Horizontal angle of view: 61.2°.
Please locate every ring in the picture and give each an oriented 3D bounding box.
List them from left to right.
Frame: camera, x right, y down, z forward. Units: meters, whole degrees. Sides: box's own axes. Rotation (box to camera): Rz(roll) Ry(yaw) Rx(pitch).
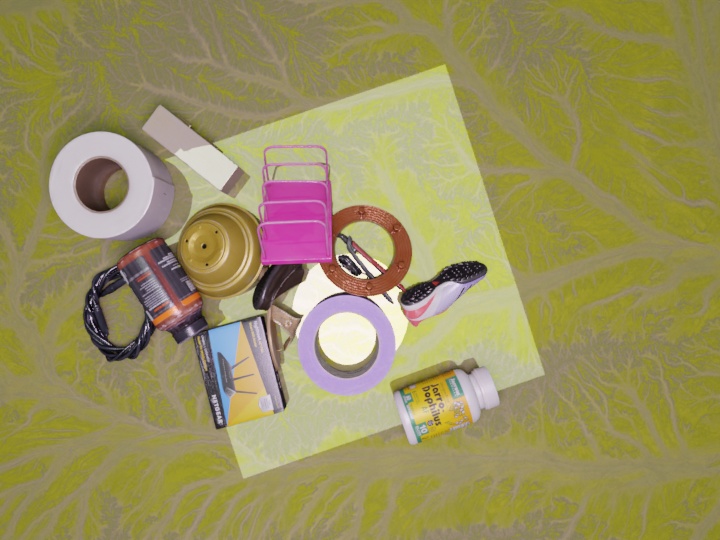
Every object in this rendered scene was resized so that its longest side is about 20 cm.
[{"bbox_3d":[0.010,-0.045,1.248,0.198,0.019,0.203,2,71,-5],"label":"ring"}]

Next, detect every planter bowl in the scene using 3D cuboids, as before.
[{"bbox_3d":[-0.299,-0.044,1.224,0.198,0.083,0.203,-1,85,12],"label":"planter bowl"}]

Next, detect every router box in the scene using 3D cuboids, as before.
[{"bbox_3d":[-0.250,0.209,1.264,0.148,0.051,0.202,-15,89,-1],"label":"router box"}]

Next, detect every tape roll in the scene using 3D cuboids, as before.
[{"bbox_3d":[-0.490,-0.162,1.214,0.200,0.139,0.205,0,90,-2],"label":"tape roll"},{"bbox_3d":[-0.028,0.149,1.252,0.198,0.085,0.203,0,91,-2],"label":"tape roll"}]

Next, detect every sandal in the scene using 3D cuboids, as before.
[{"bbox_3d":[-0.158,0.094,1.254,0.069,0.078,0.214,-11,85,0],"label":"sandal"}]

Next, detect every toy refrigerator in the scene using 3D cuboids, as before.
[{"bbox_3d":[-0.338,-0.248,1.247,0.199,0.076,0.070,38,90,0],"label":"toy refrigerator"}]

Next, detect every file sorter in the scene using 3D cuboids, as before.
[{"bbox_3d":[-0.127,-0.131,1.182,0.137,0.126,0.202,-2,56,-1],"label":"file sorter"}]

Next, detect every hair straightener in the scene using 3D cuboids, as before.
[{"bbox_3d":[0.000,0.000,1.271,0.200,0.041,0.077,44,90,-1],"label":"hair straightener"}]

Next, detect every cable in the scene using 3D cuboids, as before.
[{"bbox_3d":[-0.498,0.091,1.261,0.162,0.051,0.202,23,91,-1],"label":"cable"}]

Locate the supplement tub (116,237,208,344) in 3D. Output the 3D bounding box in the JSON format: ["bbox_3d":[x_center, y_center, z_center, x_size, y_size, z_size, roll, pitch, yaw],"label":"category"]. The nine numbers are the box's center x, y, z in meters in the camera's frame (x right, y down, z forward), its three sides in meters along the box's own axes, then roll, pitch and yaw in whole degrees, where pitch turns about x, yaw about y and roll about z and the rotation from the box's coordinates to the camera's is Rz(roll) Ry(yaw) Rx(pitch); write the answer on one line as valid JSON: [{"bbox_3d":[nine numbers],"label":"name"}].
[{"bbox_3d":[-0.384,0.044,1.201,0.106,0.107,0.201,-32,94,0],"label":"supplement tub"}]

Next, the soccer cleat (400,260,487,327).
[{"bbox_3d":[0.178,0.046,1.271,0.199,0.068,0.074,-27,124,-10],"label":"soccer cleat"}]

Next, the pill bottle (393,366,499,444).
[{"bbox_3d":[0.175,0.269,1.241,0.198,0.113,0.114,-20,91,0],"label":"pill bottle"}]

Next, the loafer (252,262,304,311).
[{"bbox_3d":[-0.146,0.006,1.222,0.071,0.073,0.201,38,58,-15],"label":"loafer"}]
